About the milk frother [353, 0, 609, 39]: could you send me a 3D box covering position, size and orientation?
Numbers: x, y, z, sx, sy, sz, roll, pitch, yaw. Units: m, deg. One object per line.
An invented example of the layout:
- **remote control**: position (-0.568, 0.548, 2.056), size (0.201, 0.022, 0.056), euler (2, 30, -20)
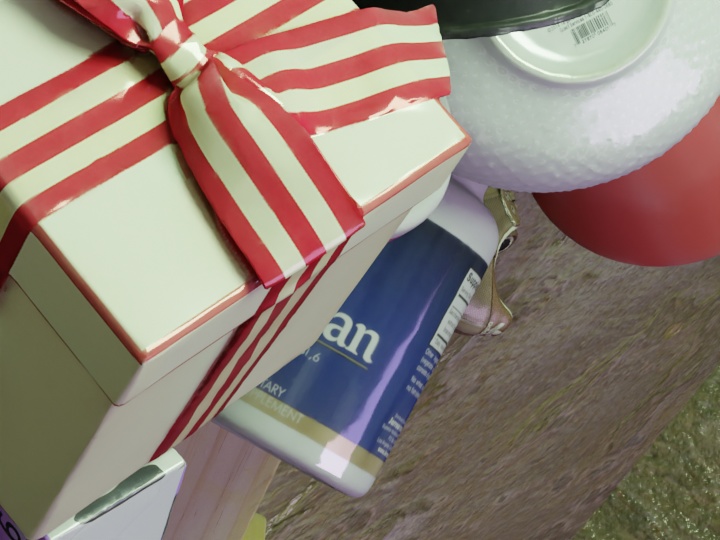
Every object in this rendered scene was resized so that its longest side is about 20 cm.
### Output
- **milk frother**: position (-0.003, -0.203, 0.966), size (0.181, 0.198, 0.189), euler (-92, 176, -68)

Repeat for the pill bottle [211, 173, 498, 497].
- **pill bottle**: position (0.000, 0.000, 1.179), size (0.201, 0.111, 0.111), euler (-62, 165, -6)

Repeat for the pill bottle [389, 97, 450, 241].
- **pill bottle**: position (-0.062, -0.039, 1.084), size (0.199, 0.114, 0.113), euler (-26, -177, 44)

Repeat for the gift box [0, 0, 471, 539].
- **gift box**: position (-0.082, -0.049, 0.866), size (0.200, 0.185, 0.187), euler (-41, 173, -34)

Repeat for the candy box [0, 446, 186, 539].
- **candy box**: position (-0.171, 0.066, 0.996), size (0.071, 0.200, 0.168), euler (-30, 157, -32)

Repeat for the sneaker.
- **sneaker**: position (0.055, -0.043, 1.393), size (0.070, 0.075, 0.201), euler (-37, -147, 40)

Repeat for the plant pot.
- **plant pot**: position (0.171, -0.119, 1.503), size (0.201, 0.200, 0.177), euler (-48, 154, 2)

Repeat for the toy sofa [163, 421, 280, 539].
- **toy sofa**: position (-0.067, 0.084, 1.314), size (0.083, 0.097, 0.201), euler (-87, -161, -57)

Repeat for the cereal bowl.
- **cereal bowl**: position (0.089, -0.134, 1.095), size (0.200, 0.200, 0.083), euler (-47, -172, -3)
